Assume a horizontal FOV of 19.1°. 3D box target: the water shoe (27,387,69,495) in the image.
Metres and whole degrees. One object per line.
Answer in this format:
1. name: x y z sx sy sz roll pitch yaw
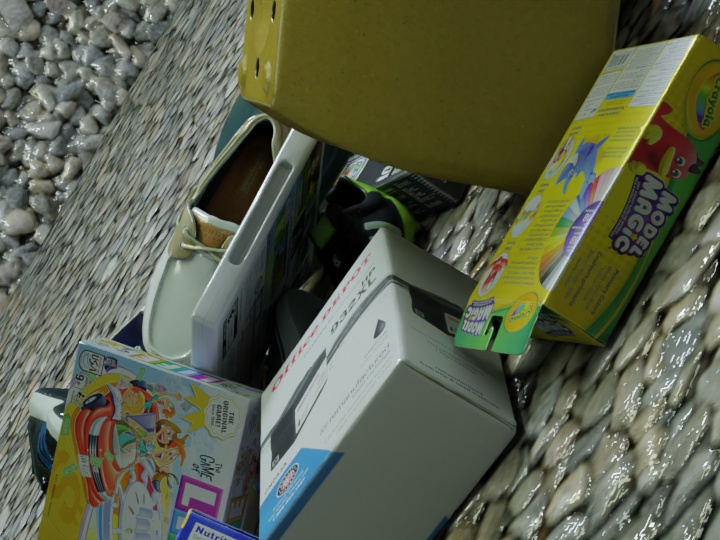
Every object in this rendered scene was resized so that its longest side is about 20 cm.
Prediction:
1. water shoe: -0.210 0.139 1.629 0.200 0.071 0.079 -163 77 -74

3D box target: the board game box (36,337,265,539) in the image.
1. board game box: -0.143 0.159 1.413 0.034 0.134 0.200 -6 -70 -65

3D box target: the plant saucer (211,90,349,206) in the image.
1. plant saucer: -0.046 -0.102 1.748 0.200 0.027 0.200 -36 -39 -36

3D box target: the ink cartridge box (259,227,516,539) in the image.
1. ink cartridge box: 0.011 0.083 1.270 0.145 0.084 0.200 -55 15 18

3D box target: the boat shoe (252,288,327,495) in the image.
1. boat shoe: -0.047 0.085 1.486 0.091 0.071 0.200 -55 14 16

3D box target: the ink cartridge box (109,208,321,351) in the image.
1. ink cartridge box: -0.108 0.024 1.654 0.200 0.047 0.198 -48 -10 -8

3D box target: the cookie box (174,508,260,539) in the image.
1. cookie box: -0.117 0.264 1.250 0.171 0.075 0.200 110 -175 -61

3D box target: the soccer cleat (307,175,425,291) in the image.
1. soccer cleat: 0.000 0.000 1.488 0.068 0.081 0.200 -51 16 23

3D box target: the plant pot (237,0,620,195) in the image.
1. plant pot: 0.033 -0.154 1.324 0.194 0.200 0.196 -150 65 -74

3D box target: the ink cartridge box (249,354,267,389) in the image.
1. ink cartridge box: -0.140 0.151 1.631 0.200 0.083 0.145 -37 25 55

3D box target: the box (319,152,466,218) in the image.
1. box: 0.052 -0.111 1.624 0.160 0.044 0.200 -61 15 -18

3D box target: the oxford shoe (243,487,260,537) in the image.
1. oxford shoe: -0.125 0.213 1.469 0.200 0.075 0.070 -59 14 -6

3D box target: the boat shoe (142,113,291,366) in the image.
1. boat shoe: -0.104 -0.023 1.528 0.068 0.075 0.200 79 -148 -76

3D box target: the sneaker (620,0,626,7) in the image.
1. sneaker: 0.138 -0.225 1.499 0.070 0.082 0.200 -59 14 -6

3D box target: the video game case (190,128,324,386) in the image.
1. video game case: -0.073 0.012 1.486 0.200 0.022 0.182 98 -164 -59

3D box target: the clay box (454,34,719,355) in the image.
1. clay box: 0.132 -0.032 1.185 0.200 0.048 0.115 -60 15 -8
